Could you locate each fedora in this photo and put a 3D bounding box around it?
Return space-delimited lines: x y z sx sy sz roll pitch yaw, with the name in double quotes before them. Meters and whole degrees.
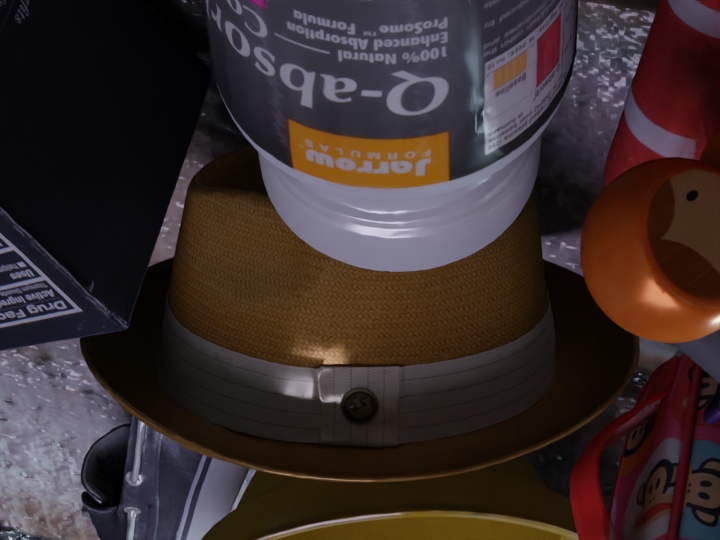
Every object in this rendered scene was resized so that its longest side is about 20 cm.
"fedora" 0.000 0.000 0.923 0.200 0.201 0.082 7 116 12

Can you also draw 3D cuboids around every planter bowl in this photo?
"planter bowl" 0.014 0.110 1.102 0.200 0.084 0.201 -2 148 -2

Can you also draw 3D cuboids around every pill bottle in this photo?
"pill bottle" 0.009 -0.093 0.797 0.116 0.117 0.200 9 146 9

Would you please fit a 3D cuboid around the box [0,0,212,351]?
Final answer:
"box" -0.195 -0.067 0.910 0.199 0.124 0.198 -10 139 35

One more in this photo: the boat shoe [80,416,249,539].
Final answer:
"boat shoe" -0.092 0.097 1.164 0.068 0.072 0.200 16 145 -6

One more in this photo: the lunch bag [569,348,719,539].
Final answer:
"lunch bag" 0.156 0.114 0.972 0.176 0.200 0.082 25 145 -10

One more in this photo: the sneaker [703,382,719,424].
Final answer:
"sneaker" 0.220 0.050 0.953 0.199 0.088 0.075 14 147 1

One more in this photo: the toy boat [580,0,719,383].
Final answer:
"toy boat" 0.116 -0.025 0.752 0.130 0.131 0.200 42 145 23
